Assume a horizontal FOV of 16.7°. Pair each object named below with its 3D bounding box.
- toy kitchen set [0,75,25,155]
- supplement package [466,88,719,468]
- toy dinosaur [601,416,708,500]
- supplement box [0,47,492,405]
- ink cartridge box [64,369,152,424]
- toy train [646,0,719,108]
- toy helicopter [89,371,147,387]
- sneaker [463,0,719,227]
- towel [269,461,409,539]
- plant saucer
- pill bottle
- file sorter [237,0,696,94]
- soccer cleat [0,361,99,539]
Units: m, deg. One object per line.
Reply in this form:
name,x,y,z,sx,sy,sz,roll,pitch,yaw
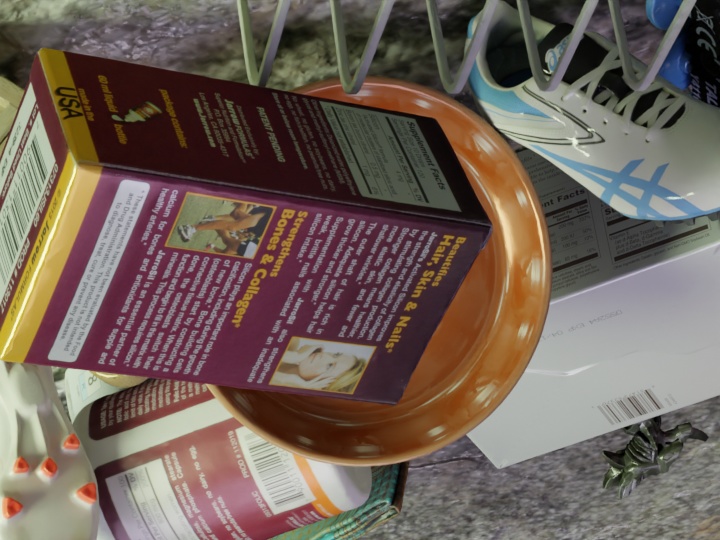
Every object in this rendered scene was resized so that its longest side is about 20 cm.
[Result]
toy kitchen set,-0.173,0.027,1.248,0.163,0.180,0.200,-52,150,-12
supplement package,0.134,0.009,1.429,0.199,0.111,0.156,-19,144,17
toy dinosaur,0.158,0.065,1.565,0.199,0.102,0.136,0,140,37
supplement box,-0.059,-0.016,1.082,0.199,0.086,0.111,8,126,-27
ink cartridge box,-0.062,0.052,1.530,0.160,0.047,0.200,22,132,-42
toy train,0.212,-0.116,1.258,0.114,0.087,0.200,-39,145,-16
toy helicopter,-0.061,0.010,1.324,0.199,0.133,0.079,-31,159,11
sneaker,0.124,-0.081,1.227,0.072,0.200,0.073,-45,135,-18
towel,-0.040,0.142,1.592,0.200,0.147,0.022,-33,119,33
plant saucer,0.000,0.000,1.270,0.199,0.202,0.032,-4,-176,-10
pill bottle,-0.104,0.118,1.466,0.199,0.115,0.114,-20,149,11
file sorter,0.043,-0.160,1.102,0.199,0.139,0.125,-1,152,-14
soccer cleat,-0.199,0.101,1.417,0.069,0.201,0.078,-6,163,-28
